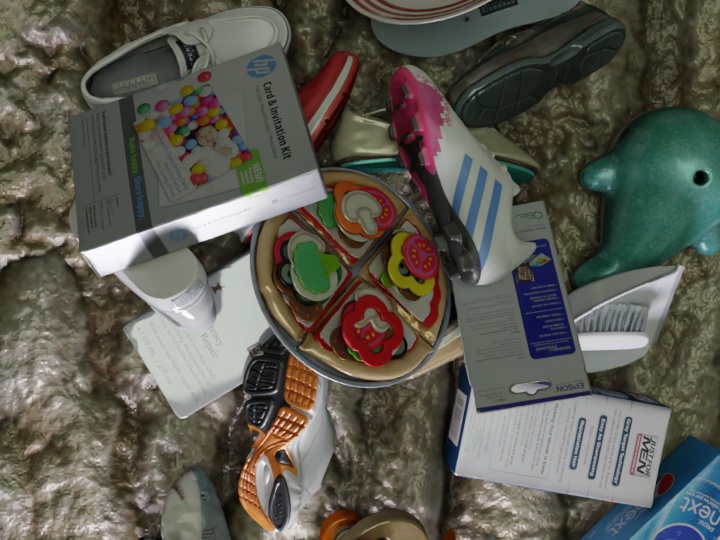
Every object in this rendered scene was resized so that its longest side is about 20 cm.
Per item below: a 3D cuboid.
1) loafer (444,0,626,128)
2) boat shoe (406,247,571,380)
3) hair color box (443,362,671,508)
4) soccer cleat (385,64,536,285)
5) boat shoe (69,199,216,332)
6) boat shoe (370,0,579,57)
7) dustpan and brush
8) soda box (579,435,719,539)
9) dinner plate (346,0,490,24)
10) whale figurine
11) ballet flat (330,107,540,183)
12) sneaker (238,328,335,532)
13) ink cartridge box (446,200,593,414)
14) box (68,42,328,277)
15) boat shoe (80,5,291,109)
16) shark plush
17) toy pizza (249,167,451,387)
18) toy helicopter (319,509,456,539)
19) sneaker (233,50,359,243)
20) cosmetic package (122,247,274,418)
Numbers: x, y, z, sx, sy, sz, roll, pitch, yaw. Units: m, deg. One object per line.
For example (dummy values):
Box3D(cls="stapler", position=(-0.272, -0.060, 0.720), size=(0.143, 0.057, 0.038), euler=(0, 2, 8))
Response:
Box3D(cls="loafer", position=(0.153, -0.194, 0.836), size=(0.199, 0.072, 0.063), euler=(-26, 62, -20))
Box3D(cls="boat shoe", position=(0.119, 0.054, 0.859), size=(0.199, 0.072, 0.077), euler=(-33, 108, -3))
Box3D(cls="hair color box", position=(0.188, 0.158, 0.874), size=(0.198, 0.061, 0.101), euler=(11, 93, -6))
Box3D(cls="soccer cleat", position=(0.088, -0.087, 0.785), size=(0.086, 0.070, 0.202), euler=(-19, 87, -20))
Box3D(cls="boat shoe", position=(-0.186, -0.014, 0.785), size=(0.072, 0.199, 0.069), euler=(-42, 140, -20))
Box3D(cls="boat shoe", position=(0.111, -0.259, 0.840), size=(0.198, 0.091, 0.071), euler=(-8, 126, 19))
Box3D(cls="dustpan and brush", position=(0.197, 0.062, 0.840), size=(0.198, 0.140, 0.058), euler=(-4, 52, 1))
Box3D(cls="soda box", position=(0.287, 0.259, 0.888), size=(0.200, 0.068, 0.064), euler=(-43, 97, -2))
Box3D(cls="dinner plate", position=(0.073, -0.287, 0.800), size=(0.198, 0.024, 0.202), euler=(-10, 56, 15))
Box3D(cls="whale figurine", position=(0.280, -0.056, 0.850), size=(0.158, 0.104, 0.201), euler=(29, 93, -8))
Box3D(cls="ballet flat", position=(0.072, -0.122, 0.845), size=(0.198, 0.069, 0.070), euler=(3, 93, -7))
Box3D(cls="sneaker", position=(-0.057, 0.132, 0.820), size=(0.075, 0.092, 0.202), euler=(23, 116, 24))
Box3D(cls="ink cartridge box", position=(0.133, 0.035, 0.791), size=(0.098, 0.039, 0.202), euler=(-8, 56, 5))
Box3D(cls="box", position=(-0.140, -0.095, 0.753), size=(0.198, 0.041, 0.157), euler=(-18, 55, 1))
Box3D(cls="boat shoe", position=(-0.154, -0.186, 0.812), size=(0.198, 0.065, 0.074), euler=(-26, 96, -4))
Box3D(cls="shark plush", position=(-0.120, 0.286, 0.849), size=(0.200, 0.091, 0.083), euler=(49, 58, -2))
Box3D(cls="toy pizza", position=(0.000, 0.000, 0.778), size=(0.198, 0.032, 0.202), euler=(12, 66, -26))
Box3D(cls="toy helicopter", position=(0.033, 0.325, 0.874), size=(0.131, 0.079, 0.202), euler=(-4, 105, -15))
Box3D(cls="sneaker", position=(-0.091, -0.136, 0.818), size=(0.115, 0.078, 0.201), euler=(32, 79, 0))
Box3D(cls="cosmetic package", position=(-0.103, 0.038, 0.829), size=(0.199, 0.074, 0.102), euler=(-32, 97, -2))
